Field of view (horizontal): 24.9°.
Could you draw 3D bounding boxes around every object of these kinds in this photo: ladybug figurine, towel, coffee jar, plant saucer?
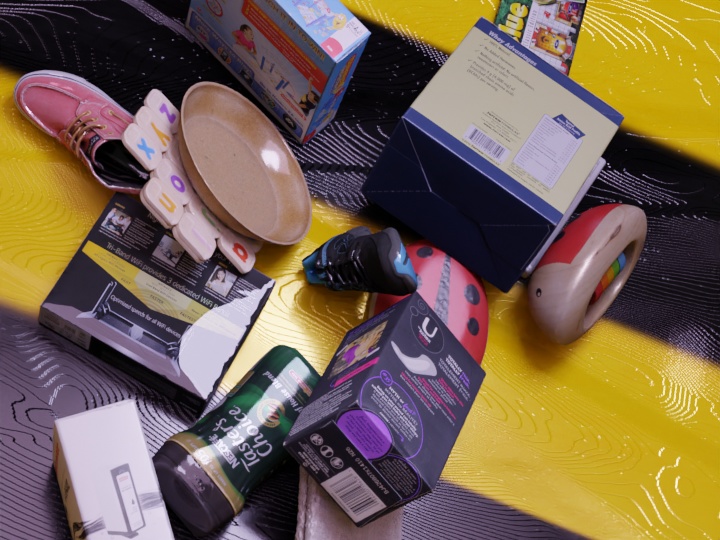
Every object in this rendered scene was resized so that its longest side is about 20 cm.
[{"bbox_3d":[0.247,-0.004,1.794,0.072,0.136,0.200,28,49,22],"label":"ladybug figurine"},{"bbox_3d":[-0.011,0.248,1.641,0.132,0.034,0.202,18,69,-44],"label":"towel"},{"bbox_3d":[-0.120,0.173,1.657,0.200,0.085,0.104,-42,92,-24],"label":"coffee jar"},{"bbox_3d":[0.078,0.048,1.766,0.135,0.072,0.201,9,66,-10],"label":"ladybug figurine"},{"bbox_3d":[-0.131,-0.107,1.749,0.200,0.035,0.201,40,32,-31],"label":"plant saucer"}]

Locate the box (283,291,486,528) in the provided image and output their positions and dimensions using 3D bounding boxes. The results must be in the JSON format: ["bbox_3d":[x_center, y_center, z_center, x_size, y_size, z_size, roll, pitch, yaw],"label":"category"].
[{"bbox_3d":[0.027,0.135,1.614,0.122,0.106,0.200,50,35,-12],"label":"box"}]

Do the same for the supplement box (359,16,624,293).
[{"bbox_3d":[0.144,-0.127,1.770,0.199,0.134,0.200,35,50,2],"label":"supplement box"}]

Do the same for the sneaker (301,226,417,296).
[{"bbox_3d":[0.000,0.000,1.709,0.081,0.200,0.074,-22,98,-15],"label":"sneaker"}]

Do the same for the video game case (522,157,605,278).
[{"bbox_3d":[0.158,-0.117,1.880,0.199,0.024,0.182,36,65,2],"label":"video game case"}]

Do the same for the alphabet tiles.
[{"bbox_3d":[-0.172,-0.094,1.723,0.196,0.015,0.200,47,29,-18],"label":"alphabet tiles"}]

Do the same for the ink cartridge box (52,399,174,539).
[{"bbox_3d":[-0.233,0.245,1.569,0.084,0.146,0.201,-14,71,-16],"label":"ink cartridge box"}]

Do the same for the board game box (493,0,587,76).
[{"bbox_3d":[0.206,-0.275,1.943,0.104,0.024,0.201,19,57,-4],"label":"board game box"}]

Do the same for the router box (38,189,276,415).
[{"bbox_3d":[-0.212,0.033,1.711,0.199,0.052,0.158,30,64,0],"label":"router box"}]

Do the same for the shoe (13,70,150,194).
[{"bbox_3d":[-0.284,-0.147,1.736,0.199,0.091,0.072,29,105,-4],"label":"shoe"}]

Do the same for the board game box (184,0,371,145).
[{"bbox_3d":[-0.095,-0.263,1.782,0.200,0.196,0.056,46,65,7],"label":"board game box"}]
